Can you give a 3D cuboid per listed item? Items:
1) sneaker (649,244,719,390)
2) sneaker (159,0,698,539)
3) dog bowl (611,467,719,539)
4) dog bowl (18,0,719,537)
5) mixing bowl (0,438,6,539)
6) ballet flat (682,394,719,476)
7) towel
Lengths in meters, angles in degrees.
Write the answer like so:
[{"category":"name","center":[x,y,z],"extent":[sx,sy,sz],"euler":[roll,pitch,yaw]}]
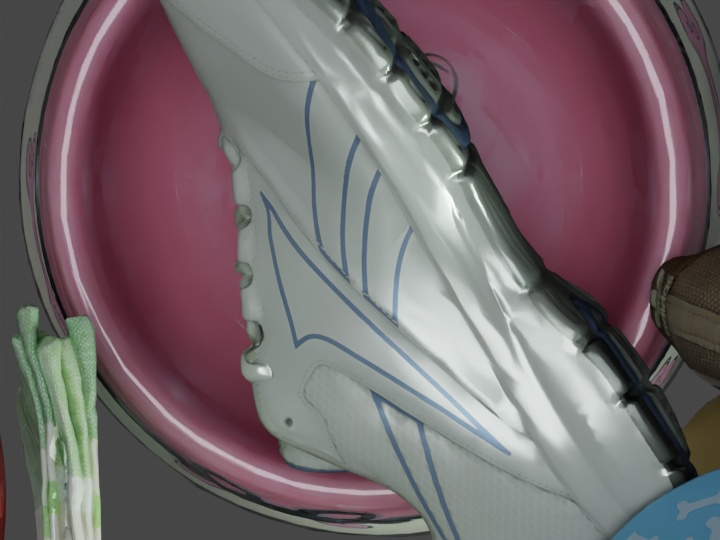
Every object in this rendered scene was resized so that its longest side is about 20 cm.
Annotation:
[{"category":"sneaker","center":[0.164,0.000,0.756],"extent":[0.199,0.075,0.071],"euler":[-3,105,-35]},{"category":"sneaker","center":[0.000,0.000,0.712],"extent":[0.087,0.075,0.200],"euler":[-34,91,10]},{"category":"dog bowl","center":[0.143,0.083,0.698],"extent":[0.199,0.050,0.112],"euler":[-12,132,-2]},{"category":"dog bowl","center":[0.003,-0.024,0.781],"extent":[0.199,0.074,0.201],"euler":[0,94,2]},{"category":"mixing bowl","center":[-0.202,0.065,0.780],"extent":[0.199,0.108,0.201],"euler":[0,93,3]},{"category":"ballet flat","center":[0.183,0.057,0.782],"extent":[0.199,0.063,0.069],"euler":[1,96,3]},{"category":"towel","center":[-0.078,0.120,0.730],"extent":[0.023,0.153,0.201],"euler":[-1,78,-8]}]
